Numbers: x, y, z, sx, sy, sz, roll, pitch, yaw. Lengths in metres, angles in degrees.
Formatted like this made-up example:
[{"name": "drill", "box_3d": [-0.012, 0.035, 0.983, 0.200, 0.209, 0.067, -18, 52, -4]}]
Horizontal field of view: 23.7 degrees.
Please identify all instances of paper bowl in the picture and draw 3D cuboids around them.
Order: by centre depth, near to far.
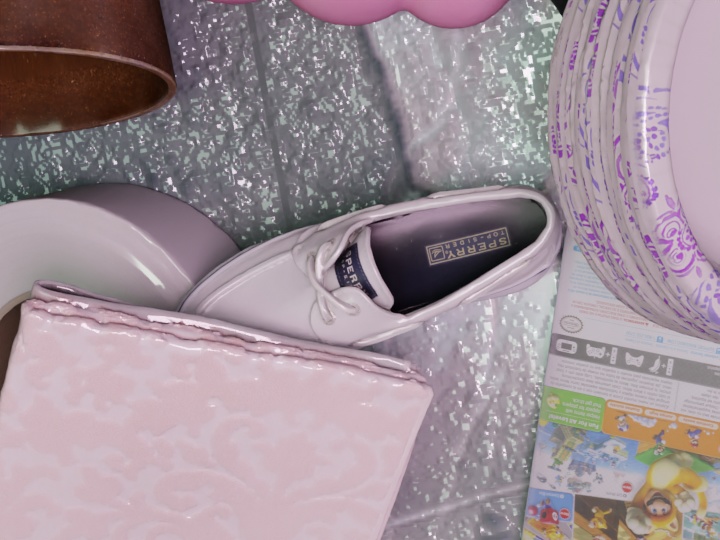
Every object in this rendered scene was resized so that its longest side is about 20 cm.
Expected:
[{"name": "paper bowl", "box_3d": [0.164, -0.069, 0.723, 0.104, 0.200, 0.201, 13, 109, 60]}]

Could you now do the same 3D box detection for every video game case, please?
[{"name": "video game case", "box_3d": [0.158, 0.076, 0.836, 0.143, 0.018, 0.201, 11, 103, 19]}]

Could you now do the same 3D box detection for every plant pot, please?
[{"name": "plant pot", "box_3d": [-0.191, -0.183, 0.857, 0.186, 0.187, 0.201, -8, 82, 23]}]

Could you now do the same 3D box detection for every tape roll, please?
[{"name": "tape roll", "box_3d": [-0.143, 0.055, 0.924, 0.202, 0.071, 0.203, 4, 100, 21]}]

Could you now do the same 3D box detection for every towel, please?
[{"name": "towel", "box_3d": [-0.084, 0.101, 0.838, 0.199, 0.032, 0.191, 12, 124, -10]}]

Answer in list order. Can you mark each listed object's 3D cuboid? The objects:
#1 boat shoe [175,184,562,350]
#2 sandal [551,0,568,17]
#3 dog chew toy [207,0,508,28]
[{"name": "boat shoe", "box_3d": [0.000, 0.000, 0.823, 0.200, 0.065, 0.074, -23, 80, 0]}, {"name": "sandal", "box_3d": [0.124, -0.127, 0.780, 0.045, 0.075, 0.200, -22, 99, 52]}, {"name": "dog chew toy", "box_3d": [-0.012, -0.172, 0.805, 0.199, 0.125, 0.125, 18, 107, 2]}]
